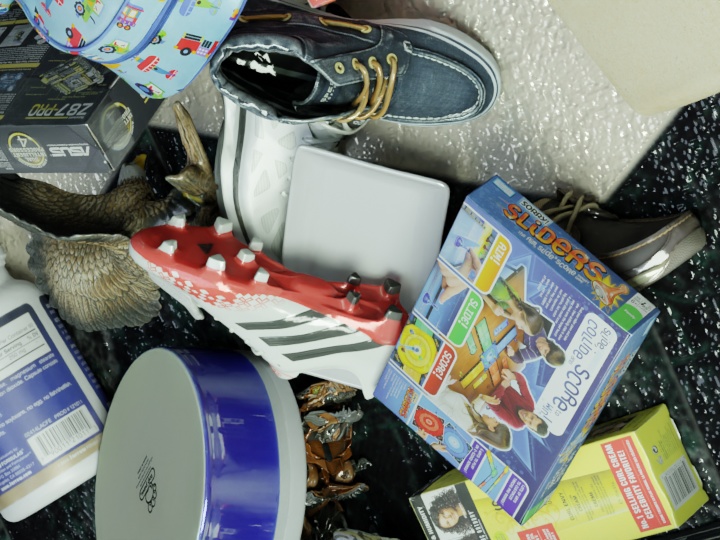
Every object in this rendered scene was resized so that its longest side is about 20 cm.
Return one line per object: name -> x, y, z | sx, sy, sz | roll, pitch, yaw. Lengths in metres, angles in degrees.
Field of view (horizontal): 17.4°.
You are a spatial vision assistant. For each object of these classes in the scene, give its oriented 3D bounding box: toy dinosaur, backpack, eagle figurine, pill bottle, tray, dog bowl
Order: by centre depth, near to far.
backpack -> -0.153, -0.210, 1.417 | 0.183, 0.134, 0.201 | -49, 55, 33
tray -> 0.000, 0.000, 1.591 | 0.107, 0.022, 0.201 | 16, 133, 8
eagle figurine -> -0.183, -0.031, 1.665 | 0.199, 0.151, 0.153 | -14, 97, 15
dog bowl -> -0.117, 0.155, 1.674 | 0.200, 0.078, 0.202 | -21, 67, 60
toy dinosaur -> -0.042, 0.171, 1.701 | 0.136, 0.102, 0.201 | 54, 149, 32
pill bottle -> -0.269, 0.079, 1.791 | 0.115, 0.116, 0.201 | -31, 90, 40

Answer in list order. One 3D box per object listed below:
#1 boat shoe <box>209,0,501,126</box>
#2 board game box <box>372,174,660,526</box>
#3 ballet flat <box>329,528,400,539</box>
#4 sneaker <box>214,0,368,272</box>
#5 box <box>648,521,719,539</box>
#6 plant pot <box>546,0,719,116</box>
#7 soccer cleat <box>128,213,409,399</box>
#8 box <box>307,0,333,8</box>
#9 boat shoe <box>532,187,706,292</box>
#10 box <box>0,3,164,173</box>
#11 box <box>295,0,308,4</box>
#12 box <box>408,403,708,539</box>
boat shoe -> -0.004, -0.118, 1.472 | 0.199, 0.091, 0.071 | 12, 118, -11
board game box -> 0.094, 0.054, 1.487 | 0.135, 0.034, 0.201 | 41, 138, 15
ballet flat -> 0.025, 0.220, 1.632 | 0.072, 0.072, 0.201 | 27, 159, 23
sneaker -> -0.033, -0.085, 1.576 | 0.115, 0.076, 0.202 | 8, 112, 35
box -> 0.231, 0.240, 1.450 | 0.199, 0.198, 0.124 | -21, 99, 39
plant pot -> 0.198, -0.202, 1.296 | 0.200, 0.199, 0.177 | 51, 141, 6
soccer cleat -> -0.063, 0.027, 1.567 | 0.199, 0.069, 0.086 | 17, 119, -7
box -> -0.011, -0.280, 1.459 | 0.094, 0.102, 0.201 | -18, 100, 40
boat shoe -> 0.125, -0.010, 1.498 | 0.199, 0.074, 0.074 | -18, 99, 38
box -> -0.216, -0.136, 1.628 | 0.199, 0.162, 0.049 | 1, 133, 34
box -> -0.115, -0.239, 1.557 | 0.199, 0.095, 0.078 | 23, 122, 27
box -> 0.131, 0.153, 1.580 | 0.199, 0.050, 0.076 | -20, 97, 39
